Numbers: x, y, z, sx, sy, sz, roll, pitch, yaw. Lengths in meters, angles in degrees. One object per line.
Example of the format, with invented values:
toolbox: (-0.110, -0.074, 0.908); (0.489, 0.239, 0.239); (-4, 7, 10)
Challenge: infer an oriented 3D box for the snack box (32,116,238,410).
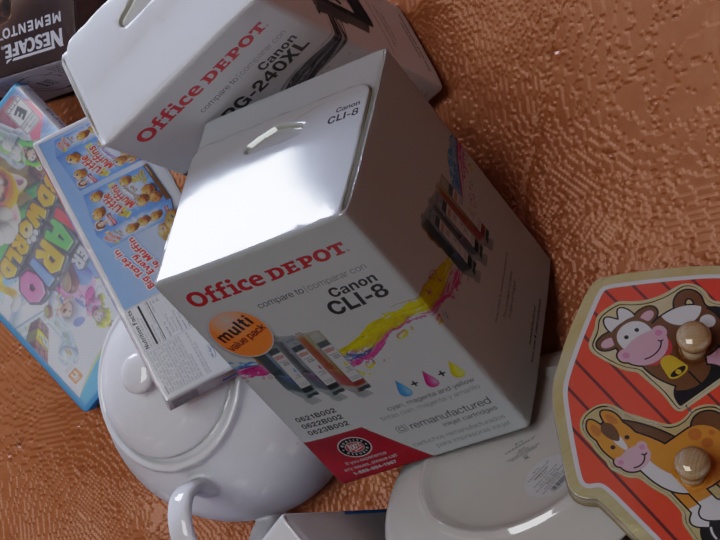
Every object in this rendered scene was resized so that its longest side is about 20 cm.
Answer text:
snack box: (-0.135, -0.013, 1.226); (0.072, 0.024, 0.201); (-27, 70, -8)

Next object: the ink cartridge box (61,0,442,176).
ink cartridge box: (-0.068, -0.127, 1.237); (0.145, 0.200, 0.084); (-41, 57, 23)

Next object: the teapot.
teapot: (-0.103, 0.078, 1.275); (0.200, 0.146, 0.198); (32, 102, 31)

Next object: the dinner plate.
dinner plate: (0.097, 0.112, 1.138); (0.199, 0.024, 0.201); (-25, 32, 17)

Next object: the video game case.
video game case: (-0.223, -0.017, 1.404); (0.200, 0.018, 0.143); (45, 109, 10)

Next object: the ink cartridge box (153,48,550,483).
ink cartridge box: (0.000, 0.000, 1.159); (0.145, 0.200, 0.145); (-20, 37, 31)

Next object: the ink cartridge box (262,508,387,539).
ink cartridge box: (-0.044, 0.250, 1.216); (0.084, 0.146, 0.200); (46, 110, 26)

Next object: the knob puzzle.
knob puzzle: (0.195, 0.066, 1.084); (0.218, 0.031, 0.221); (-5, 54, 7)

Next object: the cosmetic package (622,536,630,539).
cosmetic package: (0.096, 0.249, 1.151); (0.200, 0.103, 0.073); (-50, 64, 20)

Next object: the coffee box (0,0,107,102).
coffee box: (-0.263, -0.185, 1.447); (0.199, 0.080, 0.114); (-11, 79, 32)
